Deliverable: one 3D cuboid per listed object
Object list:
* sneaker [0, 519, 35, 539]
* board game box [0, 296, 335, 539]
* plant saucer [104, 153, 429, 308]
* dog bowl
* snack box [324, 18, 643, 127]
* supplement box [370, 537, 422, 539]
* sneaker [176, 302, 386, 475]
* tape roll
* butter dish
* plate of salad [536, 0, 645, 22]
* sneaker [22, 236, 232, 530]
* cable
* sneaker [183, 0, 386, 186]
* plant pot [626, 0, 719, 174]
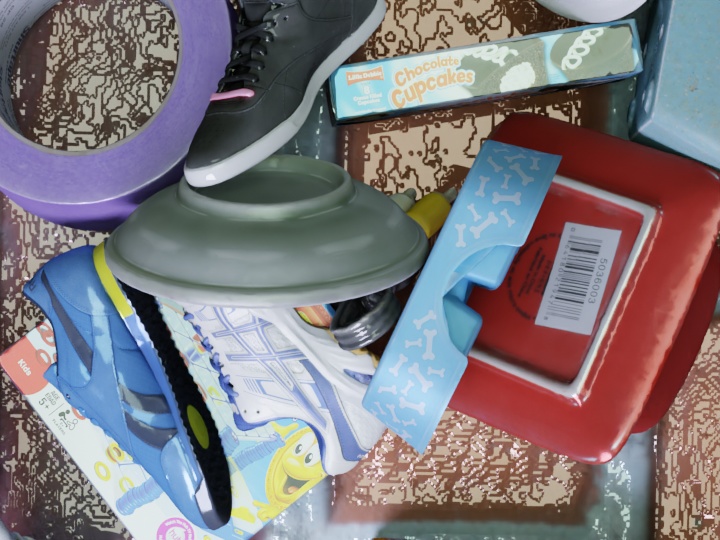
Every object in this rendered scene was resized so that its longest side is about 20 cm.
[{"bbox_3d":[-0.201,0.197,1.558,0.086,0.200,0.075,-36,54,-12],"label":"sneaker"},{"bbox_3d":[-0.103,0.074,1.606,0.195,0.056,0.200,-39,91,-1],"label":"board game box"},{"bbox_3d":[-0.058,-0.033,1.480,0.199,0.200,0.051,-2,110,-2],"label":"plant saucer"},{"bbox_3d":[0.060,0.011,1.483,0.049,0.111,0.201,26,89,3],"label":"dog bowl"},{"bbox_3d":[0.077,-0.127,1.582,0.199,0.116,0.037,-9,91,-1],"label":"snack box"},{"bbox_3d":[0.102,0.246,1.603,0.198,0.074,0.127,4,89,-2],"label":"supplement box"},{"bbox_3d":[-0.069,0.054,1.542,0.199,0.075,0.088,33,89,-1],"label":"sneaker"},{"bbox_3d":[-0.173,-0.131,1.571,0.198,0.085,0.202,-1,79,7],"label":"tape roll"},{"bbox_3d":[0.155,0.024,1.579,0.199,0.148,0.201,21,86,42],"label":"butter dish"},{"bbox_3d":[0.133,-0.254,1.507,0.048,0.200,0.201,-23,90,-33],"label":"plate of salad"},{"bbox_3d":[-0.149,0.081,1.550,0.078,0.066,0.201,-27,90,10],"label":"sneaker"},{"bbox_3d":[0.000,0.000,1.545,0.097,0.200,0.051,-21,102,23],"label":"cable"},{"bbox_3d":[-0.065,-0.143,1.486,0.200,0.070,0.099,-53,127,-34],"label":"sneaker"},{"bbox_3d":[0.279,-0.126,1.544,0.199,0.196,0.197,10,86,0],"label":"plant pot"}]
